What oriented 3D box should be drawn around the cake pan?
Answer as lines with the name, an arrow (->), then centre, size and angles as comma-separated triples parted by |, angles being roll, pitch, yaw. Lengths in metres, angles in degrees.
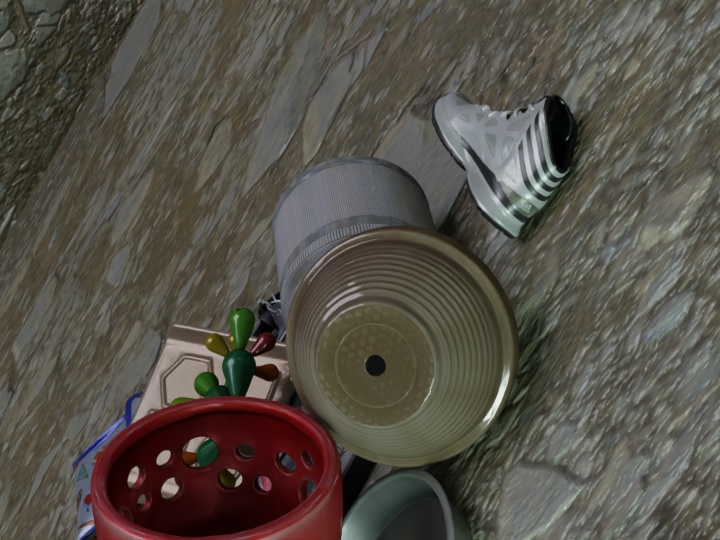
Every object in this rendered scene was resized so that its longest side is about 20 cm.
cake pan -> 0.025, 0.264, 1.062 | 0.200, 0.037, 0.201 | -43, 32, 35

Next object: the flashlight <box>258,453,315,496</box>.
flashlight -> -0.107, 0.246, 1.214 | 0.201, 0.068, 0.068 | -54, -12, 4

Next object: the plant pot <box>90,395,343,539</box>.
plant pot -> -0.108, 0.229, 1.048 | 0.201, 0.198, 0.184 | -118, 21, -60

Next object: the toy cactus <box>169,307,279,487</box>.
toy cactus -> -0.127, 0.145, 1.275 | 0.201, 0.102, 0.165 | -63, 26, 3

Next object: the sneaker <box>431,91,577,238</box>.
sneaker -> 0.143, -0.128, 1.198 | 0.115, 0.075, 0.201 | -43, 39, 18

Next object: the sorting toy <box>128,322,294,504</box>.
sorting toy -> -0.164, 0.165, 1.384 | 0.184, 0.036, 0.202 | 8, 70, 30

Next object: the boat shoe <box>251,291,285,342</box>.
boat shoe -> -0.087, 0.058, 1.442 | 0.073, 0.062, 0.201 | 14, 79, 63

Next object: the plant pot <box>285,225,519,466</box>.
plant pot -> 0.025, 0.068, 1.047 | 0.202, 0.200, 0.093 | -55, -8, 15

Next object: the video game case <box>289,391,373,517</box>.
video game case -> -0.042, 0.179, 1.284 | 0.201, 0.025, 0.181 | -62, 25, 3

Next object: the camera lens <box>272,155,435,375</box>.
camera lens -> 0.000, 0.000, 1.220 | 0.160, 0.159, 0.201 | -49, 29, 26

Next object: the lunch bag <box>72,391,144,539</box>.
lunch bag -> -0.238, 0.234, 1.499 | 0.200, 0.124, 0.170 | -41, 30, 10
